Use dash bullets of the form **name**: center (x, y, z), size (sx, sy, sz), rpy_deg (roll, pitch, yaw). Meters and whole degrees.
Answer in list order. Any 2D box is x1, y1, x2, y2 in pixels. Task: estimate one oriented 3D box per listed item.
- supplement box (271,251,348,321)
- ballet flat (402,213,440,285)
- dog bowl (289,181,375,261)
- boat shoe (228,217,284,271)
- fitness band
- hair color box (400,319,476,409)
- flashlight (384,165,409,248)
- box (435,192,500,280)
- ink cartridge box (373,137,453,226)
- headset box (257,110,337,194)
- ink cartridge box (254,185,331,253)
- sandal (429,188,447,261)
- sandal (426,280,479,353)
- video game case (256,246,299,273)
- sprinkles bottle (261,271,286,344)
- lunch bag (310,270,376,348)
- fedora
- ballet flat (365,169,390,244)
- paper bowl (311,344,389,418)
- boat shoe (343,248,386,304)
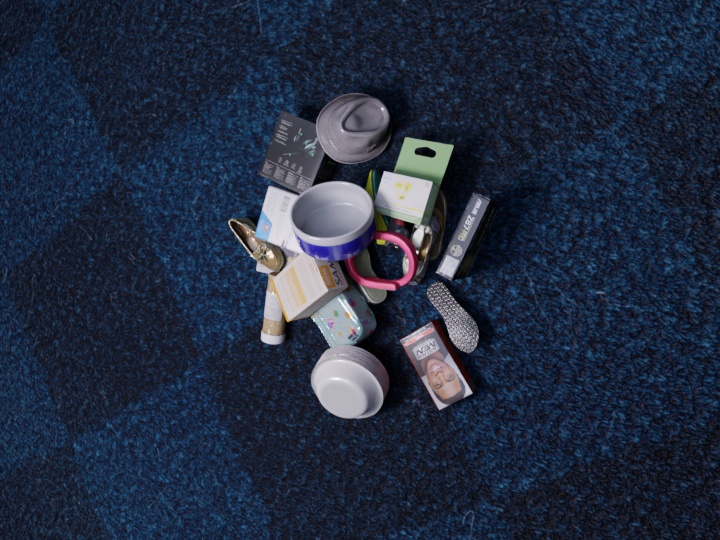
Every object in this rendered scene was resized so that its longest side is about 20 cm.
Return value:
- **supplement box**: center (-0.133, 0.033, 1.347), size (0.200, 0.073, 0.126), rpy_deg (-37, 70, 43)
- **ballet flat**: center (0.139, -0.048, 1.306), size (0.072, 0.072, 0.200), rpy_deg (25, 118, 19)
- **dog bowl**: center (-0.065, -0.120, 1.263), size (0.200, 0.079, 0.200), rpy_deg (-4, 49, 5)
- **boat shoe**: center (-0.299, -0.073, 1.495), size (0.200, 0.063, 0.073), rpy_deg (43, 105, 15)
- **fitness band**: center (0.050, -0.027, 1.303), size (0.200, 0.037, 0.144), rpy_deg (7, 105, 32)
- **hair color box**: center (0.197, 0.236, 1.332), size (0.101, 0.061, 0.200), rpy_deg (-34, 81, 19)
- **flashlight**: center (0.109, -0.158, 1.321), size (0.068, 0.068, 0.200), rpy_deg (8, 82, -3)
- **box**: center (0.256, -0.077, 1.239), size (0.049, 0.161, 0.200), rpy_deg (27, 101, 18)
- **ink cartridge box**: center (0.123, -0.218, 1.257), size (0.145, 0.048, 0.200), rpy_deg (21, 97, 35)
- **headset box**: center (-0.156, -0.318, 1.433), size (0.174, 0.093, 0.200), rpy_deg (26, 101, 20)
- **ink cartridge box**: center (-0.167, -0.128, 1.426), size (0.200, 0.086, 0.147), rpy_deg (21, 99, 16)
- **sandal**: center (0.175, -0.123, 1.327), size (0.080, 0.054, 0.200), rpy_deg (3, 94, 22)
- **sandal**: center (0.241, 0.113, 1.322), size (0.075, 0.048, 0.201), rpy_deg (-37, 66, 21)
- **video game case**: center (-0.204, -0.080, 1.503), size (0.182, 0.023, 0.200), rpy_deg (12, 96, 22)
- **sprinkles bottle**: center (-0.238, 0.106, 1.487), size (0.068, 0.068, 0.200), rpy_deg (14, 105, 21)
- **lunch bag**: center (-0.058, 0.116, 1.403), size (0.160, 0.077, 0.200), rpy_deg (-43, 74, 40)
- **fedora**: center (-0.004, -0.368, 1.321), size (0.200, 0.090, 0.177), rpy_deg (-20, 93, -16)
- **ballet flat**: center (0.040, -0.162, 1.378), size (0.067, 0.067, 0.200), rpy_deg (-18, 87, 29)
- **paper bowl**: center (-0.033, 0.301, 1.367), size (0.200, 0.104, 0.201), rpy_deg (9, 121, 16)
- **boat shoe**: center (0.000, 0.000, 1.398), size (0.072, 0.061, 0.201), rpy_deg (-24, 81, -17)
